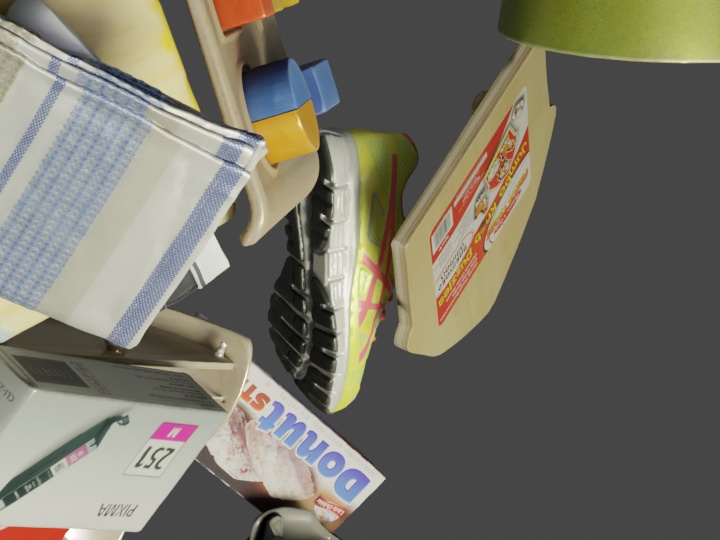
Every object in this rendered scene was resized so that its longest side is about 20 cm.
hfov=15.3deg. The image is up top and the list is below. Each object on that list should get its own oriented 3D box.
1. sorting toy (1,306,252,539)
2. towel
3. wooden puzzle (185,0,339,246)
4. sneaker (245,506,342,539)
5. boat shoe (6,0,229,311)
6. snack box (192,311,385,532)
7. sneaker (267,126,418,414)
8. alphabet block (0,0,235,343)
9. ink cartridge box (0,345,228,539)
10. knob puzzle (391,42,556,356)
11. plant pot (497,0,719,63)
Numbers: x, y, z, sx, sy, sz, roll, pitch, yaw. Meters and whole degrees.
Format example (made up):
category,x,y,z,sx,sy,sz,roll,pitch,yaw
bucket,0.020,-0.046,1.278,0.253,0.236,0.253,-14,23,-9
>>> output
category,x,y,z,sx,sy,sz,roll,pitch,yaw
sorting toy,-0.186,0.105,1.567,0.200,0.107,0.180,6,103,-46
towel,-0.161,-0.051,1.262,0.200,0.024,0.147,25,125,-15
wooden puzzle,-0.053,-0.126,1.458,0.046,0.185,0.200,-11,98,9
sneaker,-0.093,0.229,1.727,0.202,0.077,0.146,-22,150,-29
boat shoe,-0.133,-0.050,1.314,0.068,0.072,0.200,-37,137,-8
snack box,-0.067,0.106,1.727,0.072,0.024,0.200,-46,131,1
sneaker,0.000,0.000,1.672,0.090,0.078,0.200,-14,126,-32
alphabet block,-0.213,-0.093,1.409,0.200,0.196,0.196,-30,131,-13
ink cartridge box,-0.183,0.126,1.466,0.174,0.044,0.200,-54,154,12
knob puzzle,0.065,-0.032,1.678,0.220,0.030,0.220,-53,157,-35
plant pot,0.178,-0.238,1.587,0.187,0.187,0.200,-6,106,-28
